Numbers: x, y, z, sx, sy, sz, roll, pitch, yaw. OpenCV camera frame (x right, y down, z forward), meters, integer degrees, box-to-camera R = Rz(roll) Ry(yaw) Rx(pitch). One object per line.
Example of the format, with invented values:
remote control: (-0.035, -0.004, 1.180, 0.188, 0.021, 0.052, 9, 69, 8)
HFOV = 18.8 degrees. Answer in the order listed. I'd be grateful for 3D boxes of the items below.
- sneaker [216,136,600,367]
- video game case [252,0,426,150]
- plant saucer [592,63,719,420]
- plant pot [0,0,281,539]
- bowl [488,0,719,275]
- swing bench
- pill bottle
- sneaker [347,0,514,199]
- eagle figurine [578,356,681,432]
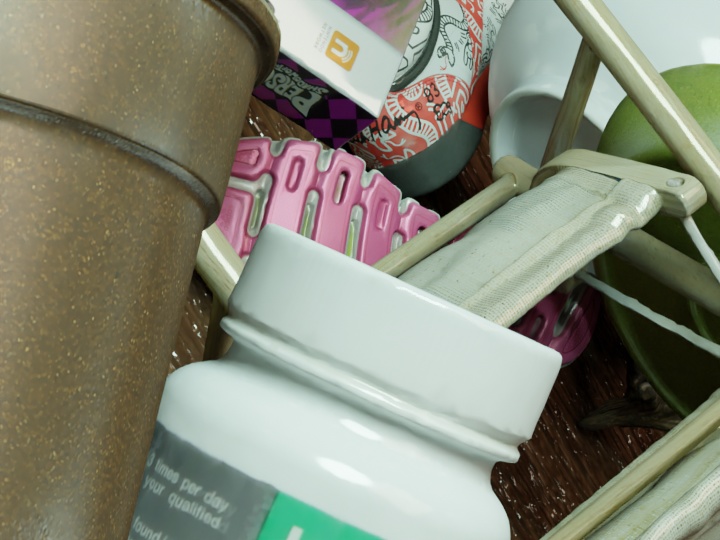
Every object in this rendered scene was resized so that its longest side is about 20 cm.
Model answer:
sneaker: (0.000, 0.000, 0.923, 0.199, 0.087, 0.074, 16, 76, -28)
video game case: (-0.042, -0.169, 0.757, 0.181, 0.036, 0.200, 34, 57, -18)
plant saucer: (0.159, 0.014, 0.862, 0.031, 0.200, 0.200, -35, 103, -30)
plant pot: (-0.133, 0.020, 0.560, 0.200, 0.200, 0.199, 23, 71, -51)
bowl: (0.121, -0.057, 0.969, 0.090, 0.201, 0.202, -31, 100, -30)
swing bench: (0.065, 0.033, 0.782, 0.199, 0.130, 0.200, -34, 66, -28)
pill bottle: (-0.026, 0.096, 0.623, 0.113, 0.113, 0.201, 23, 91, -51)
sneaker: (0.028, -0.135, 1.047, 0.108, 0.067, 0.202, 58, 34, -29)
eagle figurine: (0.176, 0.002, 1.154, 0.152, 0.151, 0.200, 36, 53, -28)
